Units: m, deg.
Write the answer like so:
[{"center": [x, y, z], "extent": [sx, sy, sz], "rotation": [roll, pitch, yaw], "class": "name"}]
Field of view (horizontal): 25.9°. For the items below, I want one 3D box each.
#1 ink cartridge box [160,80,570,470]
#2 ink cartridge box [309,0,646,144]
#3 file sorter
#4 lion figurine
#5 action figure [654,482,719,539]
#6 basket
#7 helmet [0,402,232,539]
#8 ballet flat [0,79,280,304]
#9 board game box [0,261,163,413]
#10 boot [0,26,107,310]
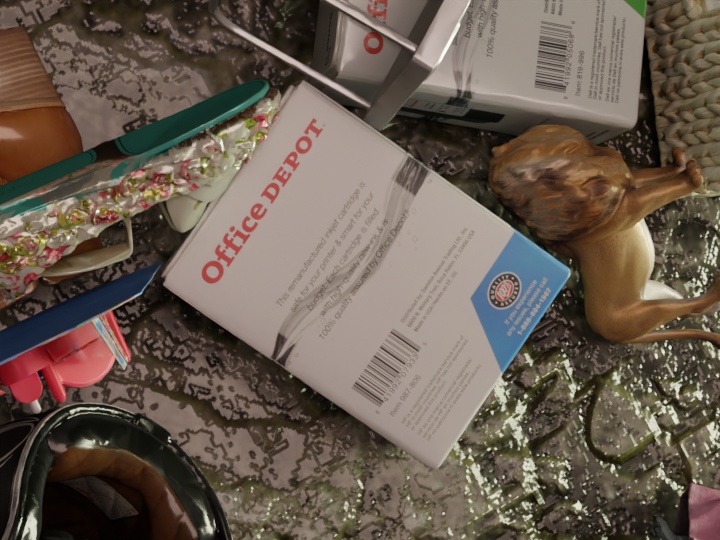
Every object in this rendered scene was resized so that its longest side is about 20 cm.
[{"center": [0.000, 0.000, 0.941], "extent": [0.200, 0.084, 0.145], "rotation": [35, 90, -9], "class": "ink cartridge box"}, {"center": [0.075, -0.169, 0.994], "extent": [0.199, 0.083, 0.147], "rotation": [9, 82, -14], "class": "ink cartridge box"}, {"center": [0.019, -0.207, 0.872], "extent": [0.124, 0.139, 0.201], "rotation": [30, 78, -6], "class": "file sorter"}, {"center": [0.163, -0.009, 0.993], "extent": [0.122, 0.073, 0.201], "rotation": [-20, 113, 5], "class": "lion figurine"}, {"center": [0.294, 0.176, 0.988], "extent": [0.199, 0.149, 0.135], "rotation": [-4, 78, -1], "class": "action figure"}, {"center": [0.309, -0.135, 0.996], "extent": [0.199, 0.198, 0.162], "rotation": [-5, 90, -19], "class": "basket"}, {"center": [-0.178, 0.182, 0.830], "extent": [0.191, 0.200, 0.200], "rotation": [-39, 96, 27], "class": "helmet"}, {"center": [-0.130, -0.042, 0.873], "extent": [0.199, 0.076, 0.064], "rotation": [-23, 112, -3], "class": "ballet flat"}, {"center": [-0.176, 0.052, 0.844], "extent": [0.157, 0.200, 0.039], "rotation": [-25, 97, 1], "class": "board game box"}, {"center": [-0.255, -0.040, 0.905], "extent": [0.199, 0.077, 0.156], "rotation": [-21, 93, -23], "class": "boot"}]
